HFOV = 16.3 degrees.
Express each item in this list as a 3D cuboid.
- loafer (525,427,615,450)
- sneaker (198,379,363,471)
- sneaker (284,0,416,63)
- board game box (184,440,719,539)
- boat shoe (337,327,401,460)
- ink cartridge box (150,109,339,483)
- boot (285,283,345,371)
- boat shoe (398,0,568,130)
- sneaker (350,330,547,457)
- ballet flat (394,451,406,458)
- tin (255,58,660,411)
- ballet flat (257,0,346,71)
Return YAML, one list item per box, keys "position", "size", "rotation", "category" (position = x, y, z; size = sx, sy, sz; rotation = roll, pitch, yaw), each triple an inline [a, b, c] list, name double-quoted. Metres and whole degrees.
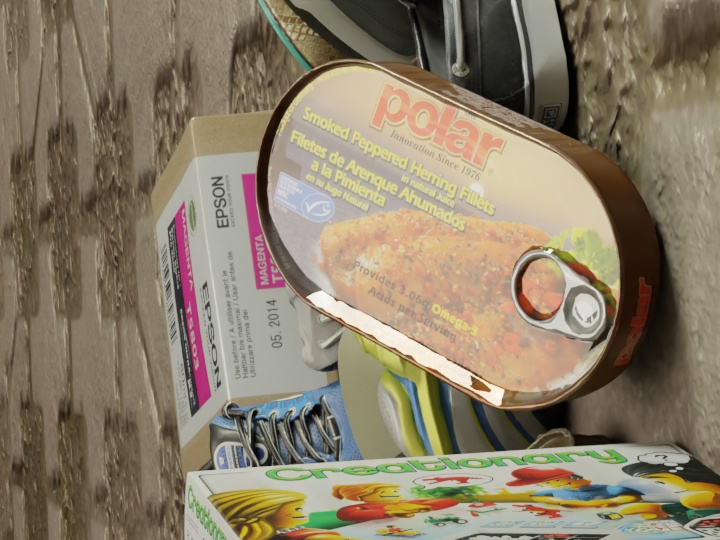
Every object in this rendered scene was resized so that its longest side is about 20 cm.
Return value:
- position: [0.030, 0.137, 1.045]
  size: [0.067, 0.200, 0.076]
  rotation: [44, 177, -21]
  category: "loafer"
- position: [-0.032, 0.104, 1.372]
  size: [0.200, 0.089, 0.079]
  rotation: [-40, 55, 54]
  category: "sneaker"
- position: [-0.002, -0.202, 1.230]
  size: [0.200, 0.121, 0.084]
  rotation: [52, -152, -15]
  category: "sneaker"
- position: [0.046, 0.100, 0.918]
  size: [0.126, 0.199, 0.035]
  rotation: [-145, 54, -69]
  category: "board game box"
- position: [0.031, 0.009, 1.208]
  size: [0.073, 0.063, 0.202]
  rotation: [8, 110, 31]
  category: "boat shoe"
- position: [-0.072, 0.020, 1.546]
  size: [0.165, 0.075, 0.201]
  rotation: [129, 135, -69]
  category: "ink cartridge box"
- position: [0.000, 0.000, 1.317]
  size: [0.200, 0.073, 0.096]
  rotation: [121, 136, -78]
  category: "boot"
- position: [0.037, -0.145, 1.123]
  size: [0.072, 0.068, 0.201]
  rotation: [114, 147, -60]
  category: "boat shoe"
- position: [0.050, 0.017, 1.108]
  size: [0.105, 0.076, 0.200]
  rotation: [-36, 81, 37]
  category: "sneaker"
- position: [0.061, 0.166, 1.119]
  size: [0.068, 0.068, 0.201]
  rotation: [101, 150, -74]
  category: "ballet flat"
- position: [0.038, -0.018, 1.045]
  size: [0.200, 0.042, 0.112]
  rotation: [29, 117, 36]
  category: "tin"
- position: [-0.038, -0.191, 1.371]
  size: [0.065, 0.070, 0.200]
  rotation: [-43, 60, 24]
  category: "ballet flat"
